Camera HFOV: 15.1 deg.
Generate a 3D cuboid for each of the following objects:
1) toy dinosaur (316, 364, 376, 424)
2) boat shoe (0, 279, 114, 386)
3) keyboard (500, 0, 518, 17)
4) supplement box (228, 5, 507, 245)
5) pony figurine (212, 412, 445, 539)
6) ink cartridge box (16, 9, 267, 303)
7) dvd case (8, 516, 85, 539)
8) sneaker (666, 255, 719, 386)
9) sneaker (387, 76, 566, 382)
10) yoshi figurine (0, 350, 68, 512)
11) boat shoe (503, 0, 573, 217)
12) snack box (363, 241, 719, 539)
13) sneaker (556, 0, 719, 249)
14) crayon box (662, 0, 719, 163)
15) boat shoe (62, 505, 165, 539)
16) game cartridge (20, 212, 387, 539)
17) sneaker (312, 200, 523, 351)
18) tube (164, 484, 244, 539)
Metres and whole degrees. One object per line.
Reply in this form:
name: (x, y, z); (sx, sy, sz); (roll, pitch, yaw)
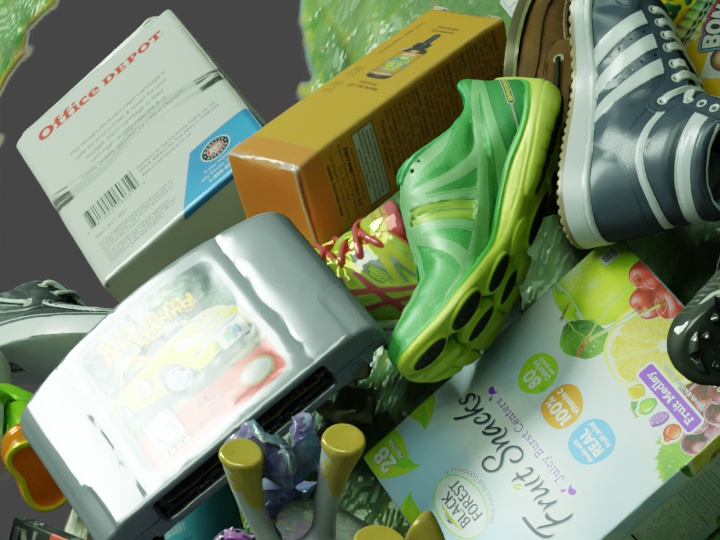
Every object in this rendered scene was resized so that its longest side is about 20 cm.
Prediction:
toy dinosaur: (-0.042, 0.068, 1.653); (0.101, 0.058, 0.200); (4, 24, 10)
boat shoe: (-0.215, 0.038, 1.835); (0.200, 0.072, 0.068); (-9, 54, 41)
keyboard: (0.150, -0.140, 1.732); (0.056, 0.011, 0.200); (-39, 43, 6)
supplement box: (0.012, -0.092, 1.704); (0.066, 0.069, 0.200); (15, 44, 43)
pony figurine: (-0.026, 0.171, 1.479); (0.193, 0.200, 0.167); (30, 52, 31)
ink cartridge box: (-0.128, -0.064, 1.824); (0.146, 0.084, 0.200); (-41, 39, 3)
dvd case: (-0.157, 0.242, 1.627); (0.200, 0.022, 0.146); (14, 91, 44)
sneaker: (0.224, 0.010, 1.485); (0.200, 0.067, 0.090); (-31, 19, -34)
sneaker: (0.056, -0.024, 1.563); (0.083, 0.074, 0.200); (14, 65, 21)
yoshi figurine: (-0.241, 0.109, 1.739); (0.112, 0.112, 0.200); (-62, 28, 16)
boat shoe: (0.122, -0.104, 1.677); (0.068, 0.072, 0.200); (1, 50, 17)
snack box: (0.123, 0.102, 1.525); (0.200, 0.068, 0.169); (-43, 42, 4)
sneaker: (0.177, -0.110, 1.551); (0.108, 0.070, 0.200); (-7, 65, 32)
crayon box: (0.237, -0.140, 1.622); (0.119, 0.058, 0.200); (19, 72, 37)
boat shoe: (-0.125, 0.109, 1.711); (0.065, 0.072, 0.200); (6, 66, 34)
game cartridge: (-0.096, 0.060, 1.549); (0.200, 0.041, 0.133); (-40, 46, -2)
sneaker: (0.000, 0.000, 1.620); (0.200, 0.090, 0.078); (-2, 23, -6)
tube: (-0.104, 0.114, 1.642); (0.077, 0.050, 0.200); (-35, 65, 52)
